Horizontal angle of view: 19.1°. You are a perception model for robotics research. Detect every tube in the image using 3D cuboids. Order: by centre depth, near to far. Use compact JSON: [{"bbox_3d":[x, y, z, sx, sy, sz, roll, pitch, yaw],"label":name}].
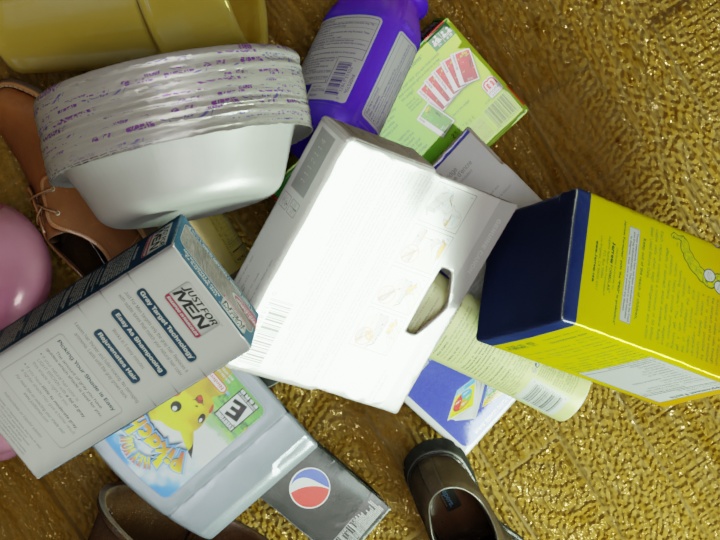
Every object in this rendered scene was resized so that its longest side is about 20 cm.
[{"bbox_3d":[0.092,0.054,1.704,0.200,0.052,0.058,28,60,-20],"label":"tube"}]

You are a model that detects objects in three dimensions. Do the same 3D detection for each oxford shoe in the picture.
[{"bbox_3d":[-0.231,-0.062,1.661,0.200,0.071,0.071,52,48,0],"label":"oxford shoe"},{"bbox_3d":[0.098,0.237,1.750,0.073,0.084,0.200,-32,115,7],"label":"oxford shoe"}]

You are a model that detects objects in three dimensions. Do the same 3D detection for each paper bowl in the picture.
[{"bbox_3d":[-0.133,-0.093,1.565,0.200,0.201,0.105,-12,85,-8],"label":"paper bowl"}]

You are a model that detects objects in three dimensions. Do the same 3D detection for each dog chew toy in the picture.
[{"bbox_3d":[-0.294,0.051,1.659,0.124,0.125,0.201,-9,105,-8],"label":"dog chew toy"}]

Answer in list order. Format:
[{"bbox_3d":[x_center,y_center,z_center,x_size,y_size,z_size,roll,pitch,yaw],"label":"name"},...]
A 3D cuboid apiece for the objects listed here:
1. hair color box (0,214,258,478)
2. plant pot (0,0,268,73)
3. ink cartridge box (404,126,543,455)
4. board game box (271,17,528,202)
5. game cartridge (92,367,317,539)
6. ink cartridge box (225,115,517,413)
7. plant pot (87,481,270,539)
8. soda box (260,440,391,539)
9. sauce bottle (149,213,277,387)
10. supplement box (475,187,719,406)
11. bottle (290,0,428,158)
[{"bbox_3d":[-0.184,0.057,1.564,0.200,0.061,0.100,-31,108,16],"label":"hair color box"},{"bbox_3d":[-0.186,-0.231,1.613,0.188,0.201,0.201,-14,99,8],"label":"plant pot"},{"bbox_3d":[0.081,0.015,1.735,0.198,0.047,0.200,-47,111,0],"label":"ink cartridge box"},{"bbox_3d":[0.027,-0.099,1.727,0.200,0.048,0.102,-44,101,-3],"label":"board game box"},{"bbox_3d":[-0.144,0.106,1.652,0.133,0.040,0.200,-41,104,2],"label":"game cartridge"},{"bbox_3d":[0.000,0.000,1.633,0.176,0.045,0.200,19,107,-38],"label":"ink cartridge box"},{"bbox_3d":[-0.160,0.301,1.678,0.200,0.200,0.199,27,99,-11],"label":"plant pot"},{"bbox_3d":[-0.073,0.147,1.727,0.200,0.071,0.063,42,88,-12],"label":"soda box"},{"bbox_3d":[-0.117,0.002,1.707,0.066,0.066,0.200,-29,100,-5],"label":"sauce bottle"},{"bbox_3d":[0.206,0.024,1.679,0.200,0.109,0.110,20,69,-30],"label":"supplement box"},{"bbox_3d":[0.004,-0.176,1.676,0.065,0.083,0.200,43,60,-38],"label":"bottle"}]
